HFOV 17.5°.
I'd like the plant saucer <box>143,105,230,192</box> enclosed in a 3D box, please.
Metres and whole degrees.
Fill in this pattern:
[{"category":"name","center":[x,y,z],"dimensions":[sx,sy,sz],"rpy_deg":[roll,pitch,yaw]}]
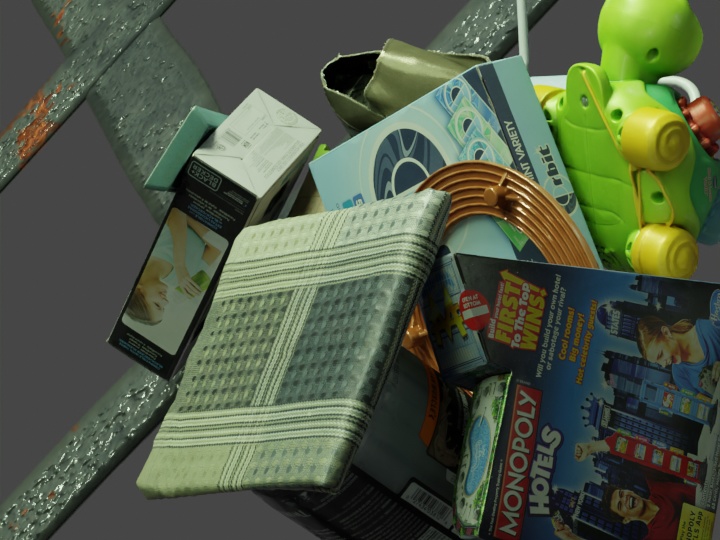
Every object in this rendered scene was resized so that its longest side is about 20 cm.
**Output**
[{"category":"plant saucer","center":[-0.119,-0.085,1.753],"dimensions":[0.070,0.019,0.200],"rpy_deg":[-58,-5,4]}]

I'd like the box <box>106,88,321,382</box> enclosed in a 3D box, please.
[{"category":"box","center":[-0.111,-0.025,1.757],"dimensions":[0.200,0.060,0.117],"rpy_deg":[-61,-6,37]}]

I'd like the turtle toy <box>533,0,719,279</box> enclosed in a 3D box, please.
[{"category":"turtle toy","center":[0.178,-0.085,1.493],"dimensions":[0.101,0.201,0.146],"rpy_deg":[-18,22,-31]}]

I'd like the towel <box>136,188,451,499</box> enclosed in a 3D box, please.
[{"category":"towel","center":[-0.038,0.048,1.368],"dimensions":[0.200,0.034,0.193],"rpy_deg":[-8,55,52]}]

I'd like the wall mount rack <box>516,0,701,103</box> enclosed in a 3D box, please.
[{"category":"wall mount rack","center":[0.146,-0.149,1.633],"dimensions":[0.199,0.075,0.174],"rpy_deg":[2,59,37]}]

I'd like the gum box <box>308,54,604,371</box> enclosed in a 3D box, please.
[{"category":"gum box","center":[0.063,-0.027,1.545],"dimensions":[0.200,0.044,0.171],"rpy_deg":[-28,81,52]}]

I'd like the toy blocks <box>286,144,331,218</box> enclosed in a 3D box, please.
[{"category":"toy blocks","center":[0.000,0.000,1.692],"dimensions":[0.136,0.100,0.200],"rpy_deg":[0,53,37]}]

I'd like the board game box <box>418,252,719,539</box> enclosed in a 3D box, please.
[{"category":"board game box","center":[0.115,0.075,1.349],"dimensions":[0.062,0.199,0.201],"rpy_deg":[-27,46,62]}]

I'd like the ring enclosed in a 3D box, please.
[{"category":"ring","center":[0.084,0.029,1.489],"dimensions":[0.200,0.019,0.201],"rpy_deg":[23,121,45]}]

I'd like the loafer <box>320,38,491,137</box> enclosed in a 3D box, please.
[{"category":"loafer","center":[0.037,-0.134,1.783],"dimensions":[0.200,0.070,0.075],"rpy_deg":[0,58,51]}]

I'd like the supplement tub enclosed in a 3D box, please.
[{"category":"supplement tub","center":[0.037,0.128,1.402],"dimensions":[0.122,0.200,0.123],"rpy_deg":[-37,32,29]}]
